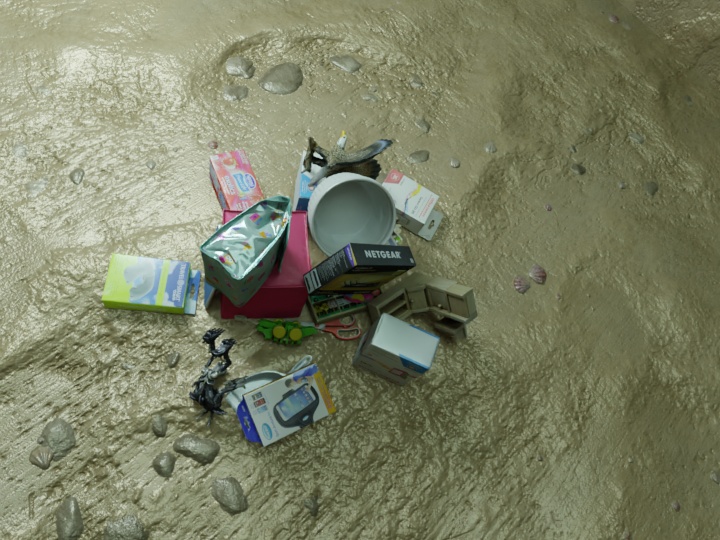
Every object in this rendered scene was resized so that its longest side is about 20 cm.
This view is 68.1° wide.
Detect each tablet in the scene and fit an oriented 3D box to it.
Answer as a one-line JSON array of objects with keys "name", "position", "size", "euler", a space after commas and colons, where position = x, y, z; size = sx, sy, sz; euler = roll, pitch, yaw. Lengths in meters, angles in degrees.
[{"name": "tablet", "position": [-0.337, -0.006, 1.220], "size": [0.014, 0.200, 0.130], "euler": [4, 64, -24]}]

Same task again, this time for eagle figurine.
[{"name": "eagle figurine", "position": [-0.035, -0.264, 1.279], "size": [0.200, 0.151, 0.152], "euler": [14, 21, -9]}]

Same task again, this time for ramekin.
[{"name": "ramekin", "position": [-0.027, -0.130, 1.226], "size": [0.200, 0.201, 0.105], "euler": [-3, 26, -18]}]

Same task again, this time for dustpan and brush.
[{"name": "dustpan and brush", "position": [-0.188, 0.265, 1.214], "size": [0.140, 0.057, 0.200], "euler": [46, 62, 8]}]

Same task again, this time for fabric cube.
[{"name": "fabric cube", "position": [-0.228, -0.012, 1.255], "size": [0.196, 0.199, 0.200], "euler": [0, 65, -15]}]

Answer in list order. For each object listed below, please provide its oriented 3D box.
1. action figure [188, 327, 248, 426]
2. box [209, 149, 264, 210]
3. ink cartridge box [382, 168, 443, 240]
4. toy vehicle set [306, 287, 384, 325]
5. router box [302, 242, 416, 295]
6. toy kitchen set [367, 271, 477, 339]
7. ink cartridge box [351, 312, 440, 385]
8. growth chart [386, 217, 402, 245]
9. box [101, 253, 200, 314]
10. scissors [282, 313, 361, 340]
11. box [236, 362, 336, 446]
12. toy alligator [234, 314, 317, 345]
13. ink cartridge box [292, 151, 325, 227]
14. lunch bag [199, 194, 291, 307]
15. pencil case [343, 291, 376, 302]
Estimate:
[{"name": "action figure", "position": [-0.307, 0.234, 1.160], "size": [0.119, 0.200, 0.102], "euler": [23, 20, 32]}, {"name": "box", "position": [-0.315, -0.198, 1.375], "size": [0.095, 0.100, 0.200], "euler": [-17, 71, -23]}, {"name": "ink cartridge box", "position": [0.144, -0.186, 1.521], "size": [0.200, 0.068, 0.117], "euler": [31, 61, 0]}, {"name": "toy vehicle set", "position": [-0.043, 0.055, 1.368], "size": [0.200, 0.027, 0.124], "euler": [-15, 66, -23]}, {"name": "router box", "position": [0.000, 0.000, 1.163], "size": [0.200, 0.157, 0.052], "euler": [0, 65, -47]}, {"name": "toy kitchen set", "position": [0.163, 0.130, 1.328], "size": [0.180, 0.200, 0.163], "euler": [-31, 118, -29]}, {"name": "ink cartridge box", "position": [0.077, 0.191, 1.250], "size": [0.144, 0.200, 0.085], "euler": [24, 65, -3]}, {"name": "growth chart", "position": [0.034, -0.079, 1.311], "size": [0.144, 0.018, 0.200], "euler": [-14, 37, 3]}, {"name": "box", "position": [-0.484, 0.033, 1.247], "size": [0.199, 0.048, 0.122], "euler": [6, 64, -12]}, {"name": "scissors", "position": [-0.096, 0.144, 1.325], "size": [0.200, 0.014, 0.073], "euler": [-3, 67, -19]}, {"name": "box", "position": [-0.166, 0.297, 1.172], "size": [0.200, 0.041, 0.119], "euler": [-22, 87, -24]}, {"name": "toy alligator", "position": [-0.205, 0.147, 1.273], "size": [0.200, 0.059, 0.054], "euler": [10, 104, -12]}, {"name": "ink cartridge box", "position": [-0.071, -0.202, 1.421], "size": [0.200, 0.145, 0.148], "euler": [8, 63, -12]}, {"name": "lunch bag", "position": [-0.212, -0.046, 1.066], "size": [0.122, 0.170, 0.200], "euler": [39, 64, 5]}, {"name": "pencil case", "position": [0.007, -0.014, 1.353], "size": [0.088, 0.088, 0.200], "euler": [15, 55, -9]}]
